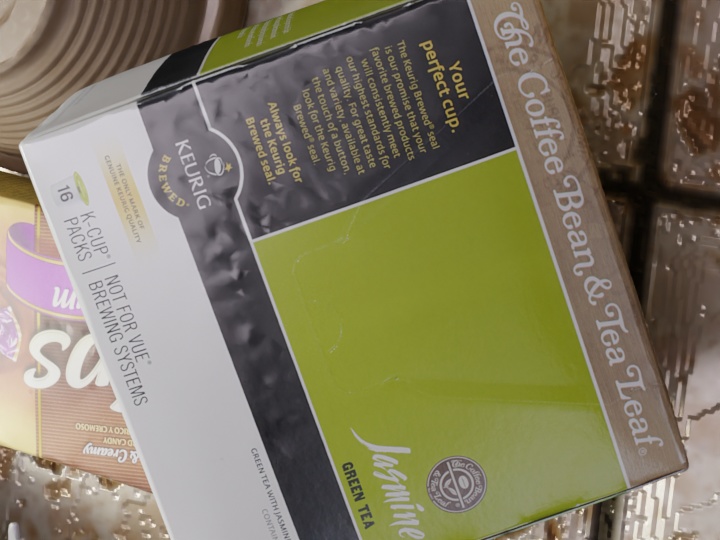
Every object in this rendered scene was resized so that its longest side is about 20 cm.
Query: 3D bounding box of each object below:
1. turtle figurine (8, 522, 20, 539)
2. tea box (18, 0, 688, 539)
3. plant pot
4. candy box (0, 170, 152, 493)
[{"bbox_3d":[-0.229,0.188,0.890,0.200,0.143,0.195,30,138,59],"label":"turtle figurine"},{"bbox_3d":[0.000,0.000,0.727,0.196,0.134,0.201,-18,102,4],"label":"tea box"},{"bbox_3d":[-0.158,-0.140,0.852,0.200,0.093,0.202,3,99,21],"label":"plant pot"},{"bbox_3d":[-0.129,0.027,0.862,0.199,0.056,0.117,16,102,20],"label":"candy box"}]
